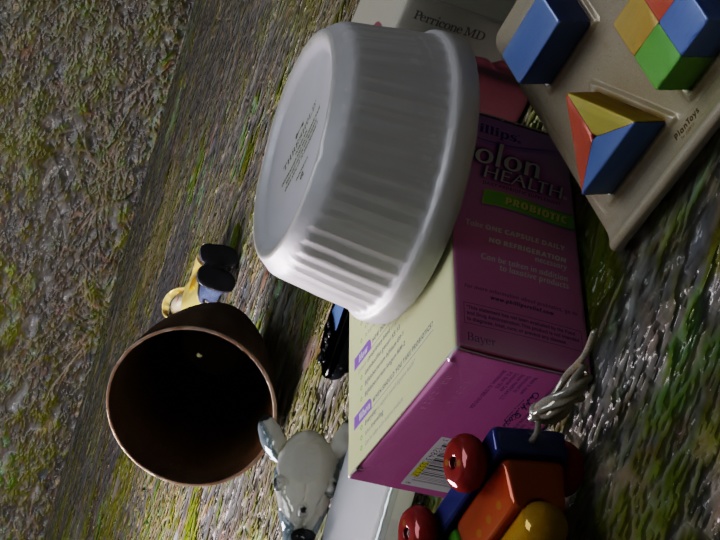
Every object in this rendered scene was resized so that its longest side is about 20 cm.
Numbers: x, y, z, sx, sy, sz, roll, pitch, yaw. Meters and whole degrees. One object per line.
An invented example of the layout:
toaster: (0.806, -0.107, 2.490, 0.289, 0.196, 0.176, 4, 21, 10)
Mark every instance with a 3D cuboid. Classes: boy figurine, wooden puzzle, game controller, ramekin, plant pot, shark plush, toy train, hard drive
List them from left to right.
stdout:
boy figurine: (-0.231, 0.023, 1.934, 0.200, 0.064, 0.125, 143, 136, -59)
plant pot: (-0.176, 0.116, 1.538, 0.200, 0.185, 0.188, -80, 10, -71)
shark plush: (-0.039, 0.207, 1.178, 0.201, 0.090, 0.084, -105, 14, -56)
ramekin: (-0.004, -0.072, 0.904, 0.202, 0.093, 0.204, -166, 90, -73)
game controller: (0.000, 0.000, 1.251, 0.104, 0.042, 0.202, -121, 48, -66)
hard drive: (0.012, 0.169, 1.073, 0.132, 0.026, 0.202, 168, 120, -72)
toy train: (0.101, 0.142, 0.766, 0.116, 0.084, 0.201, -108, 34, -42)
wooden puzzle: (0.149, -0.142, 0.800, 0.186, 0.046, 0.201, -59, 42, 44)

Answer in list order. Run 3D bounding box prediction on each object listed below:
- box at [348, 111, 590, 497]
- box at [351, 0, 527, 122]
box: (0.067, 0.025, 0.926, 0.176, 0.096, 0.201, 124, 153, -48)
box: (0.051, -0.142, 1.056, 0.109, 0.127, 0.201, -98, 27, -50)
